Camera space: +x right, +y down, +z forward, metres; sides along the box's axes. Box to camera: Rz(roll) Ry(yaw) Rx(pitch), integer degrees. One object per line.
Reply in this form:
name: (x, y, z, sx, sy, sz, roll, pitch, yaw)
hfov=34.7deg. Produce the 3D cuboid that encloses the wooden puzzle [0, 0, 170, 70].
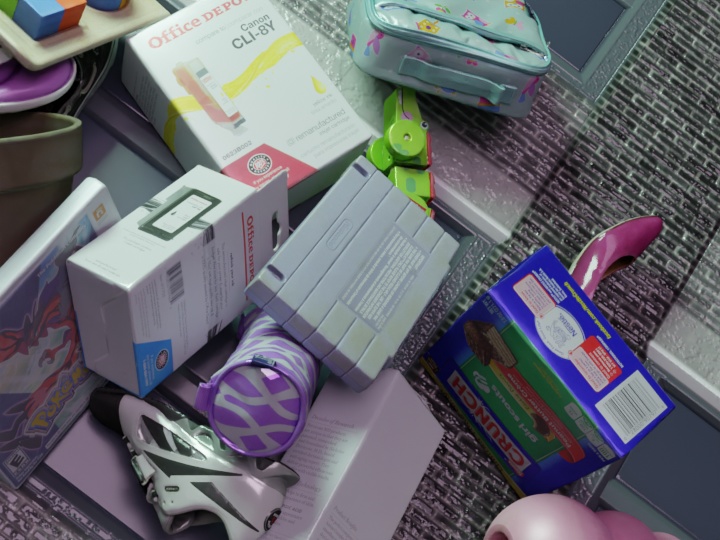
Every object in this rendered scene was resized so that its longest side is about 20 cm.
wooden puzzle: (-0.283, -0.268, 1.004, 0.185, 0.046, 0.200, 42, 36, 8)

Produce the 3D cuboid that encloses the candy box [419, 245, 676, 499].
candy box: (0.150, 0.096, 0.990, 0.077, 0.200, 0.169, -34, 81, -22)

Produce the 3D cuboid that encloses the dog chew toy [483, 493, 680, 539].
dog chew toy: (0.205, 0.260, 0.991, 0.200, 0.125, 0.125, 10, 67, -20)

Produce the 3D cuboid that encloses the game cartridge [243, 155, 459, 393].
game cartridge: (0.000, 0.000, 0.971, 0.130, 0.038, 0.200, 45, 43, -8)

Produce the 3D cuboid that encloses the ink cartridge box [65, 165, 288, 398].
ink cartridge box: (-0.143, -0.004, 0.954, 0.068, 0.116, 0.200, 24, 43, 24)

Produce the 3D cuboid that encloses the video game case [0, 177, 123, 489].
video game case: (-0.244, 0.054, 0.912, 0.023, 0.182, 0.200, 26, 62, 25)

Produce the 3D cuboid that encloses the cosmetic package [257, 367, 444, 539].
cosmetic package: (-0.017, 0.185, 0.957, 0.200, 0.074, 0.102, -60, 136, -27)

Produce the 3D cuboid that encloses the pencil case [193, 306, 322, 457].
pencil case: (-0.076, 0.083, 0.937, 0.085, 0.200, 0.084, 8, 102, 3)

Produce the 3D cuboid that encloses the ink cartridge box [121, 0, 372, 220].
ink cartridge box: (-0.109, -0.153, 1.075, 0.145, 0.083, 0.200, -34, 82, -23)

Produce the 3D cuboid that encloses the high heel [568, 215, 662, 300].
high heel: (0.230, 0.027, 1.111, 0.200, 0.067, 0.096, -33, 71, -9)

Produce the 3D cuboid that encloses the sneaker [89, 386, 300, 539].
sneaker: (-0.153, 0.159, 0.924, 0.200, 0.074, 0.089, 22, 74, 27)

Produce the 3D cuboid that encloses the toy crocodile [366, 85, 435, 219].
toy crocodile: (0.045, -0.082, 1.102, 0.062, 0.068, 0.201, 5, 71, -19)

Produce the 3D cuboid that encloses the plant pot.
plant pot: (-0.315, -0.029, 0.911, 0.199, 0.200, 0.174, -5, 104, -17)

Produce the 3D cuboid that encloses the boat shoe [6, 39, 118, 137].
boat shoe: (-0.271, -0.185, 1.053, 0.071, 0.064, 0.200, 19, 66, -8)

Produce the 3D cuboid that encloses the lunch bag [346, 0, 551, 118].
lunch bag: (0.089, -0.228, 1.128, 0.199, 0.077, 0.161, 12, 35, -13)

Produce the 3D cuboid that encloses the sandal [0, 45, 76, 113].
sandal: (-0.335, -0.175, 0.944, 0.202, 0.050, 0.083, 2, 59, -19)
